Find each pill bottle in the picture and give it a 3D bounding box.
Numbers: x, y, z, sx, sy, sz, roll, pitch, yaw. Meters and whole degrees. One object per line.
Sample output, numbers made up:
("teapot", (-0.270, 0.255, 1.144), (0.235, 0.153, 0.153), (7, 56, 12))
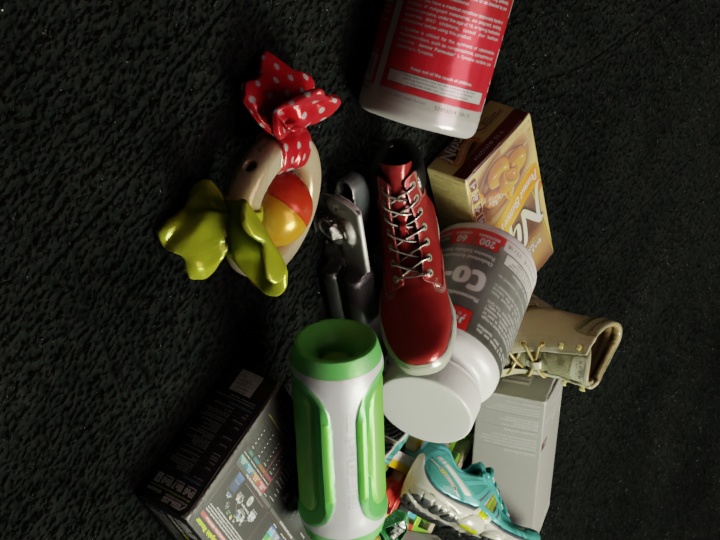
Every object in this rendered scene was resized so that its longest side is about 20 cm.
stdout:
("pill bottle", (0.093, 0.060, 1.577), (0.114, 0.113, 0.201), (74, 31, -43))
("pill bottle", (0.076, -0.228, 1.443), (0.112, 0.112, 0.201), (2, 106, -55))

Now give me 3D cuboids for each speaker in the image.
("speaker", (-0.018, 0.147, 1.431), (0.088, 0.088, 0.201), (-33, 132, -42))

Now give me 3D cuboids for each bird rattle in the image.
("bird rattle", (-0.081, -0.071, 1.357), (0.163, 0.112, 0.201), (65, 41, -62))

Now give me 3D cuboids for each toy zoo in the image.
("toy zoo", (0.051, 0.209, 1.737), (0.200, 0.020, 0.132), (34, 80, -56))

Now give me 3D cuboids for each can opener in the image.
("can opener", (0.000, 0.000, 1.517), (0.067, 0.053, 0.201), (-43, 140, -32))

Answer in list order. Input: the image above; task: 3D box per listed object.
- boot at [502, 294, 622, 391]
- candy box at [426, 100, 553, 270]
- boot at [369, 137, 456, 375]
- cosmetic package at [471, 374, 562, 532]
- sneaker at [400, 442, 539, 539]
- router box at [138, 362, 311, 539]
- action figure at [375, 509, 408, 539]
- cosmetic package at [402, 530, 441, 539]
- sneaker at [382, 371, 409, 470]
("boot", (0.172, 0.095, 1.722), (0.200, 0.154, 0.072), (-40, 135, -39))
("candy box", (0.137, -0.061, 1.677), (0.115, 0.055, 0.201), (-46, 140, -28))
("boot", (0.042, -0.017, 1.474), (0.145, 0.072, 0.201), (75, 8, -53))
("cosmetic package", (0.175, 0.204, 1.834), (0.107, 0.090, 0.201), (-54, 148, -57))
("sneaker", (0.130, 0.250, 1.740), (0.200, 0.077, 0.080), (37, 66, -35))
("router box", (-0.102, 0.202, 1.474), (0.150, 0.062, 0.200), (-55, 145, -22))
("action figure", (-0.018, 0.316, 1.599), (0.118, 0.055, 0.200), (34, 94, -32))
("cosmetic package", (0.028, 0.321, 1.722), (0.083, 0.051, 0.200), (-56, 146, 8))
("sneaker", (-0.001, 0.187, 1.616), (0.201, 0.077, 0.080), (-55, 155, -4))
